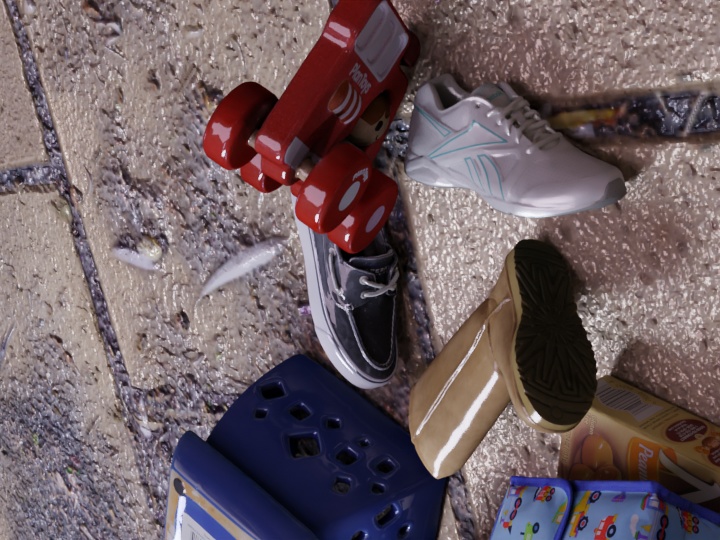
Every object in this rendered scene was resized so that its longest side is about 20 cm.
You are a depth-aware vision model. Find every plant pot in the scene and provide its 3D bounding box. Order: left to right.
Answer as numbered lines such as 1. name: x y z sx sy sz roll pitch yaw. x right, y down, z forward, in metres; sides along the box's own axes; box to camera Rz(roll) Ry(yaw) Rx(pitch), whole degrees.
1. plant pot: -0.063 0.226 1.377 0.200 0.180 0.200 35 132 32

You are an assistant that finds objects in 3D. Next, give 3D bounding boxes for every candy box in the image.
1. candy box: 0.234 0.168 1.111 0.200 0.055 0.116 26 125 39

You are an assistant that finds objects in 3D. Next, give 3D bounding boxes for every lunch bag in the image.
1. lunch bag: 0.146 0.224 1.081 0.200 0.094 0.151 -4 64 55

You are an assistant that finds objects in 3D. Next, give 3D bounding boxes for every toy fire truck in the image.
1. toy fire truck: -0.013 -0.117 1.156 0.112 0.200 0.168 35 91 16

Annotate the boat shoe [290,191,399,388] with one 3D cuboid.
1. boat shoe: 0.000 0.000 1.288 0.068 0.072 0.201 -10 93 51

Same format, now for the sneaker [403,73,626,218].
1. sneaker: 0.105 -0.090 1.122 0.200 0.070 0.080 21 120 42

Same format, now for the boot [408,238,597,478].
1. boot: 0.102 0.098 1.179 0.175 0.066 0.200 -87 21 -43
